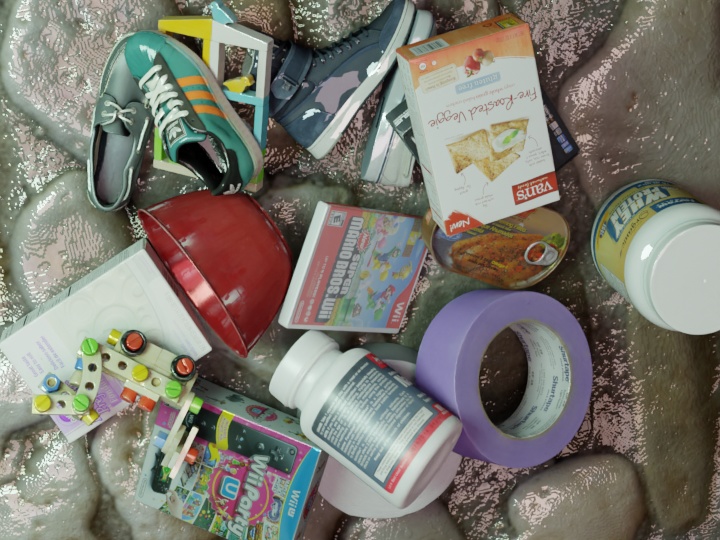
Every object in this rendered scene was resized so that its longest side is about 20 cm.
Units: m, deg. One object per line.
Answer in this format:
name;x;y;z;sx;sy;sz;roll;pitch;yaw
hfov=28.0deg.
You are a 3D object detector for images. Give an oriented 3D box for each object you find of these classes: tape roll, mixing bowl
tape roll;0.024;0.191;1.722;0.197;0.066;0.203;-2;105;-7
tape roll;0.167;0.123;1.674;0.198;0.085;0.203;-1;92;-32
mixing bowl;-0.144;-0.015;1.588;0.108;0.200;0.201;-36;108;-13

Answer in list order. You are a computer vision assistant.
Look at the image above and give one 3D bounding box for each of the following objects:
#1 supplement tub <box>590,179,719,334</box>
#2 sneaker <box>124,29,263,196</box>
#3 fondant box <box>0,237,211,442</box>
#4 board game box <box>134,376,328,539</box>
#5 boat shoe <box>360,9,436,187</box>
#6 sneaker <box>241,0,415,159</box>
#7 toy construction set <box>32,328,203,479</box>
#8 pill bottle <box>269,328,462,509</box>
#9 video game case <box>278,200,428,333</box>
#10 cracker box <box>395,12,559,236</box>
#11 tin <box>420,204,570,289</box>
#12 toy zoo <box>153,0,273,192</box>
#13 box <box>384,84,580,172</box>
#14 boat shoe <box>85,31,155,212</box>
supplement tub;0.355;-0.016;1.644;0.143;0.200;0.147;-2;105;-8
sneaker;-0.186;-0.166;1.528;0.071;0.080;0.200;-38;95;34
fondant box;-0.289;0.080;1.651;0.199;0.058;0.145;-33;107;3
board game box;-0.146;0.227;1.671;0.198;0.064;0.149;20;104;10
boat shoe;0.068;-0.186;1.622;0.085;0.075;0.204;14;106;-12
sneaker;-0.042;-0.245;1.590;0.146;0.077;0.203;35;95;-15
toy construction set;-0.251;0.141;1.589;0.199;0.092;0.132;32;69;-18
pill bottle;0.002;0.157;1.596;0.199;0.119;0.120;36;99;14
video game case;0.000;0.000;1.629;0.199;0.017;0.145;5;108;-51
cracker box;0.125;-0.152;1.518;0.132;0.058;0.202;-18;115;-8
tin;0.155;-0.044;1.652;0.198;0.042;0.112;18;119;-38
toy zoo;-0.161;-0.194;1.566;0.130;0.020;0.202;13;116;16
box;0.140;-0.152;1.613;0.160;0.044;0.200;-38;135;2
boat shoe;-0.260;-0.159;1.587;0.072;0.062;0.202;13;102;-9
